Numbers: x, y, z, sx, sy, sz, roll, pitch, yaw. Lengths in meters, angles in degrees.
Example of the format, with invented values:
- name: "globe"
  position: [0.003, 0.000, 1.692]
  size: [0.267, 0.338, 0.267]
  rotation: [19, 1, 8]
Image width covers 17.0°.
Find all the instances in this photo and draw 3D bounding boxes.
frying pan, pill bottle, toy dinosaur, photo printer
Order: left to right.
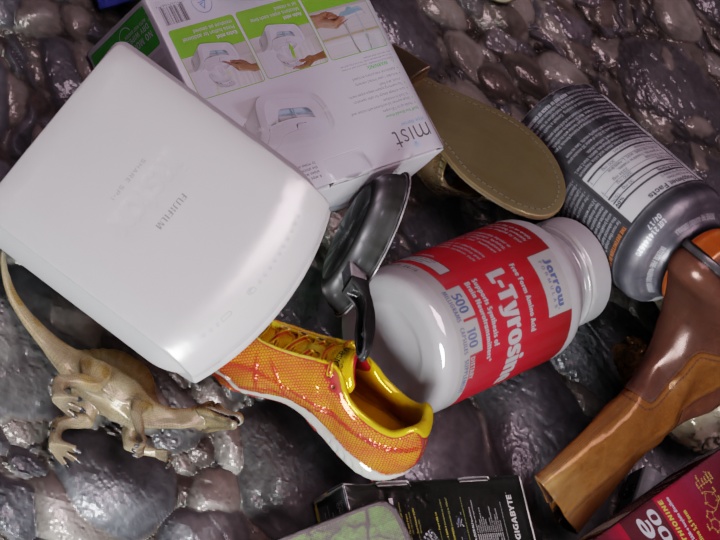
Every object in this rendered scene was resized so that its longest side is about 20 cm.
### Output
- name: "toy dinosaur"
  position: [-0.180, 0.078, 1.621]
  size: [0.199, 0.058, 0.101]
  rotation: [32, 35, -6]
- name: "photo printer"
  position: [-0.132, -0.034, 1.619]
  size: [0.200, 0.069, 0.167]
  rotation: [37, 78, 10]
- name: "frying pan"
  position: [-0.007, 0.007, 1.702]
  size: [0.031, 0.115, 0.191]
  rotation: [27, 52, -11]
- name: "pill bottle"
  position: [0.091, 0.027, 1.789]
  size: [0.200, 0.112, 0.113]
  rotation: [-22, 81, -40]
- name: "pill bottle"
  position: [0.209, -0.048, 1.864]
  size: [0.106, 0.107, 0.200]
  rotation: [-14, 47, -39]

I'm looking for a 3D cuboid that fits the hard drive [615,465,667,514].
- name: "hard drive"
  position: [0.235, 0.267, 1.824]
  size: [0.139, 0.033, 0.201]
  rotation: [36, 52, -16]

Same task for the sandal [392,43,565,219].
- name: "sandal"
  position: [0.069, -0.093, 1.870]
  size: [0.211, 0.070, 0.078]
  rotation: [39, 54, 17]

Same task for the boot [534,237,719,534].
- name: "boot"
  position: [0.197, 0.085, 1.760]
  size: [0.200, 0.188, 0.068]
  rotation: [-40, 64, -11]

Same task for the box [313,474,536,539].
- name: "box"
  position: [0.061, 0.247, 1.700]
  size: [0.159, 0.049, 0.201]
  rotation: [-1, 68, -33]

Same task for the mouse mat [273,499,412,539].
- name: "mouse mat"
  position: [-0.032, 0.255, 1.615]
  size: [0.199, 0.008, 0.162]
  rotation: [-19, 75, -22]

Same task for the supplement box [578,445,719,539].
- name: "supplement box"
  position: [0.237, 0.215, 1.790]
  size: [0.200, 0.061, 0.109]
  rotation: [-29, 86, -40]

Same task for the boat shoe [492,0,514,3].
- name: "boat shoe"
  position: [0.067, -0.283, 1.953]
  size: [0.202, 0.075, 0.075]
  rotation: [13, 60, -30]

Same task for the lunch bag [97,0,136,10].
- name: "lunch bag"
  position: [-0.131, -0.283, 1.743]
  size: [0.094, 0.199, 0.151]
  rotation: [-26, 101, -65]

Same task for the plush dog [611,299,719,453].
- name: "plush dog"
  position: [0.293, 0.064, 1.910]
  size: [0.199, 0.160, 0.172]
  rotation: [28, 77, -21]

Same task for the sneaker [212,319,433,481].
- name: "sneaker"
  position: [-0.035, 0.065, 1.687]
  size: [0.199, 0.077, 0.073]
  rotation: [30, 40, 4]

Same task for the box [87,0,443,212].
- name: "box"
  position: [-0.066, -0.124, 1.764]
  size: [0.200, 0.097, 0.177]
  rotation: [-21, 81, -41]
